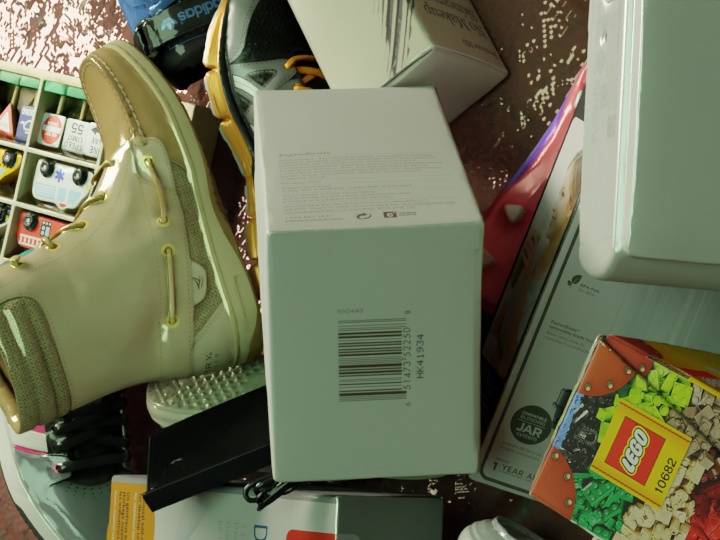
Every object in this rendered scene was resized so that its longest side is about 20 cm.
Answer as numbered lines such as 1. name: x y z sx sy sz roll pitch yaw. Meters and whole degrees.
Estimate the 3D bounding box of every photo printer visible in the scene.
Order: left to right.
1. photo printer: 0.199 -0.070 0.955 0.069 0.199 0.168 165 109 -74

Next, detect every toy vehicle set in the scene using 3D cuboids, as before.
1. toy vehicle set: -0.177 -0.056 1.330 0.199 0.026 0.125 15 93 37

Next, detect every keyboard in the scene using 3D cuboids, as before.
1. keyboard: -0.018 0.079 1.110 0.199 0.127 0.021 -23 111 6

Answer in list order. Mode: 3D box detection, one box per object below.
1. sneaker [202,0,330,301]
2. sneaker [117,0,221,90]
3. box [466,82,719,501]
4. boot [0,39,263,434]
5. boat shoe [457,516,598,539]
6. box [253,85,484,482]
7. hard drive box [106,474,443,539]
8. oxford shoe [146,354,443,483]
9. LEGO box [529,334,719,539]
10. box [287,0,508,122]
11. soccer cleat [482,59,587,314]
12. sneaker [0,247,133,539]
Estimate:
1. sneaker: -0.027 -0.070 1.193 0.077 0.078 0.201 -17 84 34
2. sneaker: -0.101 -0.175 1.209 0.112 0.076 0.200 62 163 18
3. box: 0.132 0.016 1.029 0.060 0.116 0.201 -124 54 -73
4. boot: -0.156 -0.021 1.181 0.201 0.155 0.073 67 159 12
5. boat shoe: 0.134 0.162 1.040 0.200 0.072 0.069 32 100 36
6. box: 0.000 0.000 1.041 0.097 0.200 0.125 -2 113 -4
7. hard drive box: -0.051 0.190 1.150 0.199 0.076 0.157 -3 83 49
8. oxford shoe: -0.026 0.086 1.184 0.199 0.075 0.058 5 132 30
9. LEGO box: 0.192 0.099 0.923 0.149 0.199 0.078 30 102 36
10. box: -0.003 -0.172 1.180 0.068 0.082 0.201 -38 65 25
11. soccer cleat: 0.123 -0.061 1.086 0.067 0.076 0.200 38 93 5
12. sneaker: -0.157 0.069 1.248 0.121 0.083 0.201 -44 66 50
